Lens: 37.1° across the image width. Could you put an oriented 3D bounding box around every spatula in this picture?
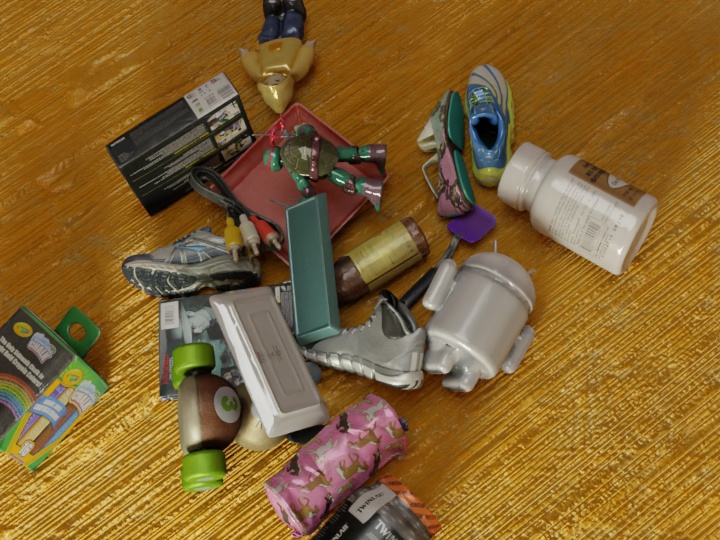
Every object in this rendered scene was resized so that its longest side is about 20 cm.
[{"bbox_3d":[0.115,-0.014,1.495,0.056,0.021,0.201,32,76,33],"label":"spatula"}]

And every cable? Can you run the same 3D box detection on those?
[{"bbox_3d":[-0.171,-0.088,1.511,0.096,0.051,0.201,-14,56,-26],"label":"cable"}]

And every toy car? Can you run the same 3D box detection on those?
[{"bbox_3d":[-0.138,0.183,1.382,0.196,0.158,0.167,-5,72,-13],"label":"toy car"}]

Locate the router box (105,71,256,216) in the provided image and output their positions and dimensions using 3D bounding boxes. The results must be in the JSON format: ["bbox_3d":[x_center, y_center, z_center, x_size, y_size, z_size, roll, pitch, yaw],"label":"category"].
[{"bbox_3d":[-0.253,-0.180,1.553,0.198,0.150,0.051,-33,65,-8],"label":"router box"}]

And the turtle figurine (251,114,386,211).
[{"bbox_3d":[-0.064,-0.144,1.502,0.196,0.101,0.153,7,77,1],"label":"turtle figurine"}]

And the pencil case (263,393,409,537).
[{"bbox_3d":[-0.029,0.245,1.350,0.199,0.084,0.086,-37,44,-19],"label":"pencil case"}]

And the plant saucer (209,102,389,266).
[{"bbox_3d":[-0.089,-0.119,1.565,0.199,0.037,0.200,39,76,23],"label":"plant saucer"}]

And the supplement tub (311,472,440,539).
[{"bbox_3d":[-0.002,0.351,1.290,0.122,0.123,0.200,38,76,22],"label":"supplement tub"}]

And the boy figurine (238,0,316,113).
[{"bbox_3d":[-0.130,-0.328,1.642,0.122,0.065,0.203,0,56,8],"label":"boy figurine"}]

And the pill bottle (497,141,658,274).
[{"bbox_3d":[0.291,-0.090,1.453,0.198,0.115,0.115,31,73,20],"label":"pill bottle"}]

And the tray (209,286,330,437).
[{"bbox_3d":[-0.112,0.109,1.371,0.106,0.022,0.202,-9,65,-43],"label":"tray"}]

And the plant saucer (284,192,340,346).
[{"bbox_3d":[-0.068,-0.005,1.432,0.069,0.019,0.203,-19,64,29],"label":"plant saucer"}]

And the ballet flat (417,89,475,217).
[{"bbox_3d":[0.120,-0.168,1.547,0.070,0.069,0.203,-17,63,24],"label":"ballet flat"}]

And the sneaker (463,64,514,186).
[{"bbox_3d":[0.187,-0.228,1.536,0.074,0.105,0.203,-6,65,5],"label":"sneaker"}]

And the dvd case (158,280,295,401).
[{"bbox_3d":[-0.184,0.098,1.488,0.196,0.022,0.148,-8,65,3],"label":"dvd case"}]

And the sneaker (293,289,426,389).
[{"bbox_3d":[0.004,0.077,1.410,0.197,0.075,0.118,14,95,26],"label":"sneaker"}]

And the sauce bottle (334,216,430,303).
[{"bbox_3d":[0.000,0.000,1.481,0.198,0.066,0.066,-30,65,-8],"label":"sauce bottle"}]

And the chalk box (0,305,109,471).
[{"bbox_3d":[-0.433,0.143,1.449,0.124,0.124,0.200,36,74,22],"label":"chalk box"}]

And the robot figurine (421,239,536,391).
[{"bbox_3d":[0.156,0.060,1.404,0.169,0.112,0.201,40,72,-19],"label":"robot figurine"}]

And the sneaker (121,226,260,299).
[{"bbox_3d":[-0.239,-0.015,1.526,0.196,0.078,0.088,-1,58,-2],"label":"sneaker"}]
